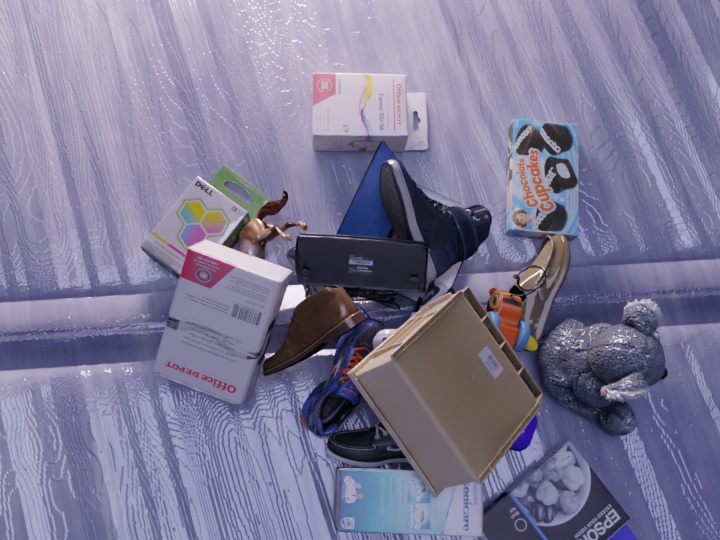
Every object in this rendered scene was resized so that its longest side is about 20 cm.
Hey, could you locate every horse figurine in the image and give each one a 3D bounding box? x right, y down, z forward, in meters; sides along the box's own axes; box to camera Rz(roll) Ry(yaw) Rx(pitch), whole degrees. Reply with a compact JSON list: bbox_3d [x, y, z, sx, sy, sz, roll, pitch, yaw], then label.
[{"bbox_3d":[-0.161,-0.029,1.170,0.132,0.050,0.201,10,78,35],"label":"horse figurine"}]

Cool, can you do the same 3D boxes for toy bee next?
[{"bbox_3d":[0.219,0.078,1.116,0.131,0.109,0.200,37,103,-16],"label":"toy bee"}]

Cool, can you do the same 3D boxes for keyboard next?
[{"bbox_3d":[0.000,0.000,1.111,0.199,0.040,0.105,5,94,2],"label":"keyboard"}]

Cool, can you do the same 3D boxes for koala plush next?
[{"bbox_3d":[0.373,0.135,1.089,0.183,0.200,0.178,23,76,-2],"label":"koala plush"}]

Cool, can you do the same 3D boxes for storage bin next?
[{"bbox_3d":[0.123,0.155,0.992,0.198,0.094,0.200,-37,92,-41],"label":"storage bin"}]

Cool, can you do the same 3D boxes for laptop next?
[{"bbox_3d":[0.082,-0.067,1.174,0.199,0.116,0.188,25,76,3],"label":"laptop"}]

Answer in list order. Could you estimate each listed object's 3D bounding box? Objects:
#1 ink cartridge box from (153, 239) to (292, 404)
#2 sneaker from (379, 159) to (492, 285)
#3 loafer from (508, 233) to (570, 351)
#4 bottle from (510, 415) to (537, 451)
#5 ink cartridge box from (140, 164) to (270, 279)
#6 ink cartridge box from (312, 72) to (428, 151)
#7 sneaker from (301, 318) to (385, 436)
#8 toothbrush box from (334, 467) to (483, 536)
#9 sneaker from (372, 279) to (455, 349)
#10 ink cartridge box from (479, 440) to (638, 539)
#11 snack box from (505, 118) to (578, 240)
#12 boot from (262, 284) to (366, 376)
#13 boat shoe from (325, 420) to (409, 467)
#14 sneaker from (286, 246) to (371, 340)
[{"bbox_3d":[-0.204,0.076,1.096,0.144,0.084,0.201,20,103,3],"label":"ink cartridge box"},{"bbox_3d":[0.119,-0.098,1.138,0.146,0.077,0.203,-28,112,-15],"label":"sneaker"},{"bbox_3d":[0.279,0.027,1.182,0.067,0.076,0.201,22,75,-4],"label":"loafer"},{"bbox_3d":[0.165,0.209,1.124,0.199,0.084,0.066,24,76,2],"label":"bottle"},{"bbox_3d":[-0.246,-0.078,1.186,0.104,0.059,0.200,35,76,7],"label":"ink cartridge box"},{"bbox_3d":[0.018,-0.267,1.247,0.199,0.068,0.117,0,76,-3],"label":"ink cartridge box"},{"bbox_3d":[-0.015,0.166,1.102,0.075,0.078,0.201,26,94,-17],"label":"sneaker"},{"bbox_3d":[0.063,0.328,1.055,0.199,0.146,0.086,2,76,-4],"label":"toothbrush box"},{"bbox_3d":[0.093,0.074,1.120,0.198,0.079,0.130,11,69,-37],"label":"sneaker"},{"bbox_3d":[0.300,0.397,1.105,0.198,0.043,0.200,-36,81,-12],"label":"ink cartridge box"},{"bbox_3d":[0.309,-0.154,1.250,0.116,0.037,0.201,5,75,-2],"label":"snack box"},{"bbox_3d":[-0.084,0.092,1.109,0.200,0.074,0.076,-37,85,27],"label":"boot"},{"bbox_3d":[0.048,0.253,1.105,0.199,0.076,0.061,3,112,-12],"label":"boat shoe"},{"bbox_3d":[-0.060,0.051,1.158,0.085,0.077,0.200,-39,80,-8],"label":"sneaker"}]
